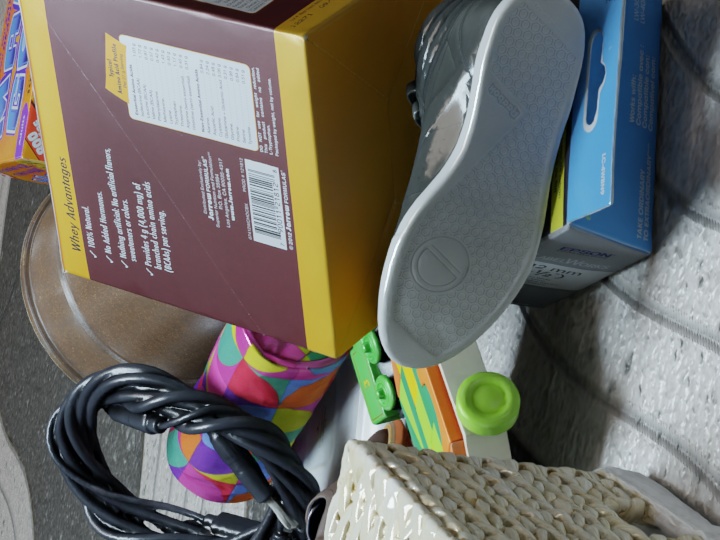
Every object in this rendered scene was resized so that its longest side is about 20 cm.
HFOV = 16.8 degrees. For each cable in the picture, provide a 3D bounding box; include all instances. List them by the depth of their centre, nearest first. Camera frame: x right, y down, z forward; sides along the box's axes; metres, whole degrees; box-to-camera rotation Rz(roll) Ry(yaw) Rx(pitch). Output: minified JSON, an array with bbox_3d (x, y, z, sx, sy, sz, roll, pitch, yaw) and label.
[{"bbox_3d":[-0.122,0.130,1.578,0.051,0.200,0.163,-53,-25,-37],"label":"cable"}]

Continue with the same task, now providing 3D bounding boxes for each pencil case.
[{"bbox_3d":[-0.065,0.074,1.589,0.200,0.088,0.088,122,152,-50],"label":"pencil case"}]

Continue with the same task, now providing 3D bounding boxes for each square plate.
[{"bbox_3d":[-0.014,0.107,1.602,0.198,0.028,0.200,147,132,-65],"label":"square plate"}]

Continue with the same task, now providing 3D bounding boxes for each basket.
[{"bbox_3d":[0.069,0.192,1.091,0.198,0.161,0.200,-143,66,-71],"label":"basket"}]

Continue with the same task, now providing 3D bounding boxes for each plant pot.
[{"bbox_3d":[-0.116,-0.019,1.743,0.198,0.200,0.200,-35,47,56],"label":"plant pot"}]

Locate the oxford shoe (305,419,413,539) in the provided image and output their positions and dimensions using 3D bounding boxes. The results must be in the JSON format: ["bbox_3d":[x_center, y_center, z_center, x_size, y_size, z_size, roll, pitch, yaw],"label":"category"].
[{"bbox_3d":[0.002,0.132,1.400,0.200,0.073,0.071,-100,-8,-88],"label":"oxford shoe"}]

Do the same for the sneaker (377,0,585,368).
[{"bbox_3d":[0.051,-0.052,1.231,0.099,0.071,0.200,-134,61,-69],"label":"sneaker"}]

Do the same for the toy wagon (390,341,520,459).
[{"bbox_3d":[0.057,0.093,1.283,0.155,0.040,0.200,90,165,-60],"label":"toy wagon"}]

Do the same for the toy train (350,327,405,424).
[{"bbox_3d":[0.000,0.000,1.504,0.056,0.042,0.200,139,116,-64],"label":"toy train"}]

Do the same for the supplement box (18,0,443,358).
[{"bbox_3d":[-0.064,-0.087,1.361,0.200,0.133,0.197,16,127,32],"label":"supplement box"}]

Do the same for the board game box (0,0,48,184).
[{"bbox_3d":[-0.181,-0.165,1.986,0.200,0.200,0.200,179,100,-72],"label":"board game box"}]

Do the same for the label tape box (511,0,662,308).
[{"bbox_3d":[0.113,-0.071,1.259,0.200,0.066,0.143,150,127,-64],"label":"label tape box"}]
